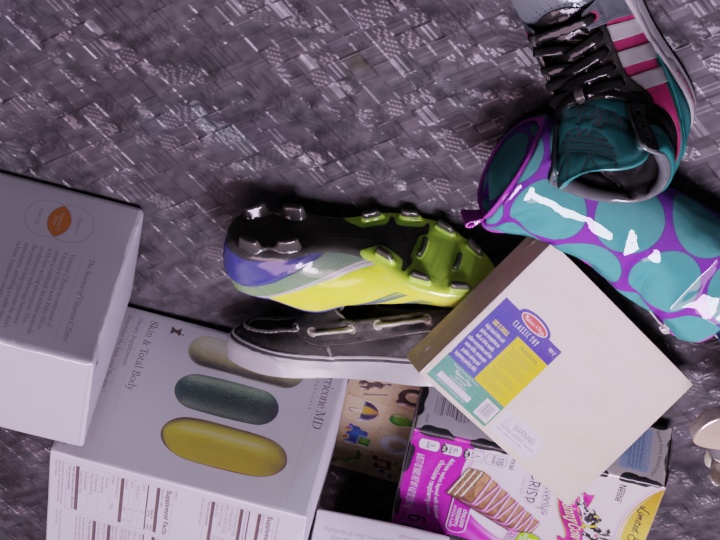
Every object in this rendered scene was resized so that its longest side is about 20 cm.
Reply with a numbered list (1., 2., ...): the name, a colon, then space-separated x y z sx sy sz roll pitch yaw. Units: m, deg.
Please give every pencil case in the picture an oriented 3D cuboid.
1. pencil case: 0.173 -0.025 1.600 0.199 0.085 0.093 30 110 -18

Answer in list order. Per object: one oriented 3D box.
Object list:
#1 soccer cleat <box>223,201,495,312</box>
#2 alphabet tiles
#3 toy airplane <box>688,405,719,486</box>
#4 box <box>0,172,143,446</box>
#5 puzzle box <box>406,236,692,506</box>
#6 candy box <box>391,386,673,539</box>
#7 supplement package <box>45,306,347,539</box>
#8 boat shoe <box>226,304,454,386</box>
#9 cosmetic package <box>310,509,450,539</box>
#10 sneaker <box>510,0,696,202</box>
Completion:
1. soccer cleat: 0.000 -0.001 1.697 0.198 0.065 0.084 8 142 5
2. alphabet tiles: 0.051 0.123 1.877 0.198 0.006 0.167 16 140 -2
3. toy airplane: 0.347 0.126 1.711 0.198 0.141 0.201 -34 120 -3
4. box: -0.275 0.018 1.731 0.198 0.153 0.107 15 140 -1
5. puzzle box: 0.139 0.072 1.702 0.133 0.025 0.200 -44 128 5
6. candy box: 0.132 0.162 1.845 0.198 0.061 0.137 12 141 1
7. supplement package: -0.127 0.147 1.837 0.198 0.152 0.151 15 141 2
8. boat shoe: -0.011 0.043 1.760 0.199 0.071 0.064 2 108 26
9. cosmetic package: 0.014 0.244 1.903 0.112 0.082 0.200 12 171 2
10. sneaker: 0.141 -0.112 1.478 0.083 0.121 0.200 -19 131 34
